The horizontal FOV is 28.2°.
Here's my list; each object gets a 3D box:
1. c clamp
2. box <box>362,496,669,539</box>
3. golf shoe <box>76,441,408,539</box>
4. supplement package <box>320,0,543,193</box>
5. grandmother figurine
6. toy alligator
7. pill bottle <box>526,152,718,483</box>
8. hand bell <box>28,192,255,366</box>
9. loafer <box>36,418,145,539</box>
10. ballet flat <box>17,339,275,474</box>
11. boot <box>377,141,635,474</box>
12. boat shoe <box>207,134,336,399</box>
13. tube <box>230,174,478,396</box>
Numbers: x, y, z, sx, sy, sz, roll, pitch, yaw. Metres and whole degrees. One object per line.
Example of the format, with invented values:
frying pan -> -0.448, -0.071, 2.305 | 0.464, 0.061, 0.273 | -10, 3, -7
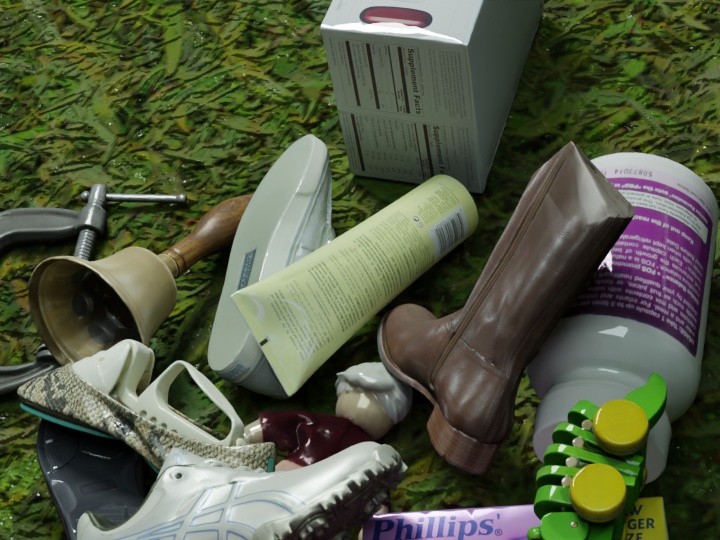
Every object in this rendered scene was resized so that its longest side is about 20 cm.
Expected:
c clamp -> -0.236, 0.011, 1.067 | 0.169, 0.027, 0.201 | 4, 54, 13
box -> 0.091, 0.240, 0.790 | 0.174, 0.097, 0.201 | -4, 52, 8
golf shoe -> -0.074, 0.132, 0.802 | 0.199, 0.078, 0.098 | -29, 67, 2
supplement package -> 0.062, -0.190, 1.080 | 0.110, 0.156, 0.201 | 9, 55, 16
grandmother figurine -> -0.032, 0.136, 0.921 | 0.121, 0.061, 0.200 | 36, 61, 4
toy alligator -> 0.114, 0.133, 0.767 | 0.054, 0.060, 0.201 | 14, 57, 20
pill bottle -> 0.167, 0.032, 0.922 | 0.111, 0.113, 0.201 | 6, 54, 15
hand bell -> -0.130, -0.008, 1.021 | 0.103, 0.105, 0.200 | 22, 40, 25
loafer -> -0.170, 0.150, 0.928 | 0.071, 0.064, 0.200 | -5, 32, -17
ballet flat -> -0.129, 0.088, 0.899 | 0.199, 0.068, 0.076 | 24, 98, 30
boot -> 0.088, -0.002, 0.898 | 0.064, 0.201, 0.187 | 14, 22, -25
boat shoe -> -0.050, -0.001, 1.020 | 0.070, 0.071, 0.202 | -21, 45, 46
tube -> 0.000, 0.000, 0.987 | 0.058, 0.052, 0.200 | 34, 52, 25
